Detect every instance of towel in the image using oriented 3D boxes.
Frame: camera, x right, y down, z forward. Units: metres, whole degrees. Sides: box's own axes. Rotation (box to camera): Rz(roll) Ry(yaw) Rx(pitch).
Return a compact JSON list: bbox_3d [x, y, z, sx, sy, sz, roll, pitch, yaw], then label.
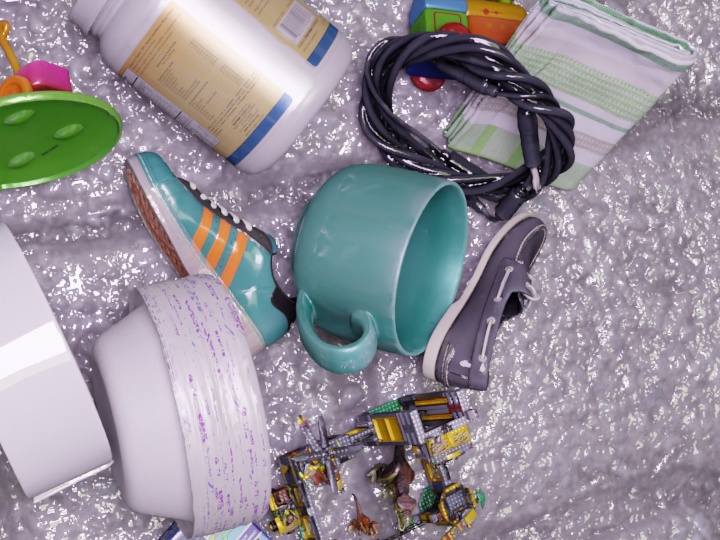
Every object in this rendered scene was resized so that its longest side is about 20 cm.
[{"bbox_3d":[0.180,-0.150,1.085,0.149,0.200,0.031,20,50,-15],"label":"towel"}]

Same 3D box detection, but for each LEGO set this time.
[{"bbox_3d":[0.029,0.182,1.039,0.199,0.116,0.154,-10,87,-30],"label":"LEGO set"}]

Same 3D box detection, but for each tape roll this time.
[{"bbox_3d":[-0.259,0.068,0.925,0.071,0.202,0.203,-25,95,-18],"label":"tape roll"}]

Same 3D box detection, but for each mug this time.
[{"bbox_3d":[0.004,-0.011,1.027,0.114,0.185,0.153,15,106,23],"label":"mug"}]

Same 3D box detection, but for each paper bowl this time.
[{"bbox_3d":[-0.146,0.109,0.958,0.104,0.201,0.202,-13,91,-19],"label":"paper bowl"}]

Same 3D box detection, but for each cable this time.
[{"bbox_3d":[0.089,-0.131,1.073,0.200,0.163,0.051,41,49,-11],"label":"cable"}]

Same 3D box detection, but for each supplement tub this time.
[{"bbox_3d":[-0.122,-0.191,1.011,0.200,0.145,0.145,38,77,-12],"label":"supplement tub"}]

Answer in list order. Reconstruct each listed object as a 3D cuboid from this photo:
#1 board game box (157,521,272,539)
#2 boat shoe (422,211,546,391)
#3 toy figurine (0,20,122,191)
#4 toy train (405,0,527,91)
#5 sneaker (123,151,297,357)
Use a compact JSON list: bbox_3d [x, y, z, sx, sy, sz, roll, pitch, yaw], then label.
[{"bbox_3d":[-0.145,0.300,1.035,0.135,0.034,0.200,46,75,-11],"label":"board game box"},{"bbox_3d":[0.127,0.029,1.094,0.063,0.073,0.200,20,54,25],"label":"boat shoe"},{"bbox_3d":[-0.300,-0.168,0.973,0.150,0.200,0.185,11,58,-58],"label":"toy figurine"},{"bbox_3d":[0.140,-0.227,1.137,0.199,0.085,0.116,3,73,-18],"label":"toy train"},{"bbox_3d":[-0.122,-0.025,1.045,0.080,0.071,0.200,-37,106,-17],"label":"sneaker"}]
